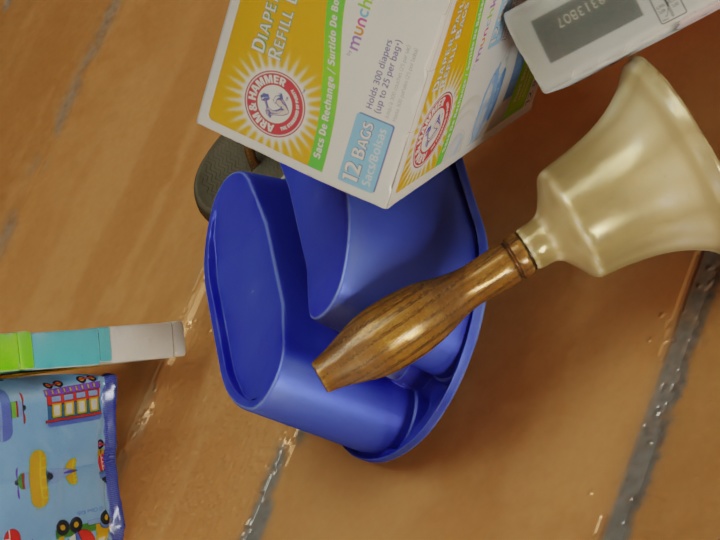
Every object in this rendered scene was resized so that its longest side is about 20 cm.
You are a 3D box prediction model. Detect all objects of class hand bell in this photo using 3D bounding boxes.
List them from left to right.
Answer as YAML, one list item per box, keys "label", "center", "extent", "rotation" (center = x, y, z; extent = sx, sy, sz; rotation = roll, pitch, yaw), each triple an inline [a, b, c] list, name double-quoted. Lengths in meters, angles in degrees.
- label: "hand bell"
  center: [0.065, -0.004, 1.173]
  extent: [0.199, 0.104, 0.104]
  rotation: [-30, 39, -3]

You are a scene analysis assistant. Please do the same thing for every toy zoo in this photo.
- label: "toy zoo"
  center: [-0.185, 0.046, 1.359]
  extent: [0.130, 0.199, 0.021]
  rotation: [-8, 87, 34]

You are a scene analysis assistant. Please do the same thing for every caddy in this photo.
- label: "caddy"
  center: [0.000, 0.000, 1.279]
  extent: [0.142, 0.104, 0.201]
  rotation: [-55, 31, 33]

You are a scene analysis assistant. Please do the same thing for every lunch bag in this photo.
- label: "lunch bag"
  center: [-0.243, 0.098, 1.380]
  extent: [0.199, 0.150, 0.095]
  rotation: [9, 104, 51]

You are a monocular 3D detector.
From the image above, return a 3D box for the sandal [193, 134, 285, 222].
- label: "sandal"
  center: [-0.024, -0.109, 1.427]
  extent: [0.200, 0.055, 0.082]
  rotation: [-42, 39, 8]

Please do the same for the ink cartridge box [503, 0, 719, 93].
- label: "ink cartridge box"
  center: [0.172, -0.148, 1.228]
  extent: [0.162, 0.200, 0.057]
  rotation: [-28, 86, 23]

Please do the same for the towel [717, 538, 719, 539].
- label: "towel"
  center: [0.104, 0.198, 1.076]
  extent: [0.199, 0.023, 0.145]
  rotation: [-30, 41, 23]

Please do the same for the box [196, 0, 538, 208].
- label: "box"
  center: [0.020, -0.120, 1.211]
  extent: [0.101, 0.200, 0.113]
  rotation: [25, 114, 15]
